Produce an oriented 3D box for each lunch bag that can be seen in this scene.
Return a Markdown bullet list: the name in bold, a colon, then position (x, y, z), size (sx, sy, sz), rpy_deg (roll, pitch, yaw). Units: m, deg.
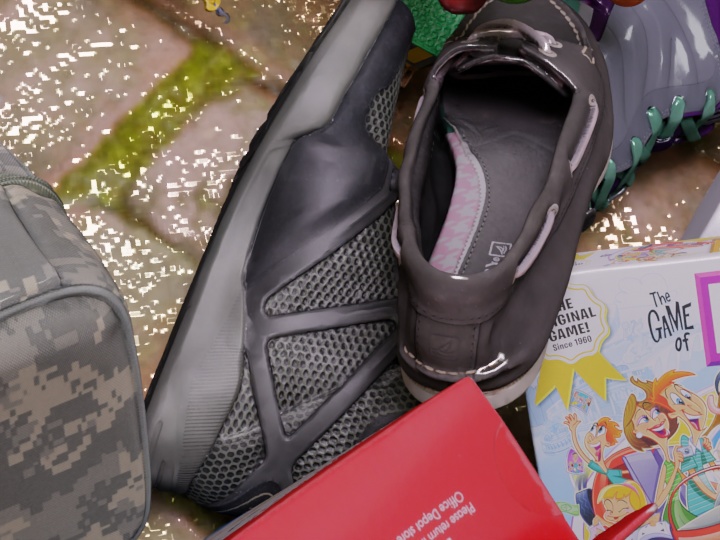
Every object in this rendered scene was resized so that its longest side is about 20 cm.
- **lunch bag**: position (-0.183, 0.032, 0.732), size (0.199, 0.140, 0.168), rpy_deg (-23, 48, -20)

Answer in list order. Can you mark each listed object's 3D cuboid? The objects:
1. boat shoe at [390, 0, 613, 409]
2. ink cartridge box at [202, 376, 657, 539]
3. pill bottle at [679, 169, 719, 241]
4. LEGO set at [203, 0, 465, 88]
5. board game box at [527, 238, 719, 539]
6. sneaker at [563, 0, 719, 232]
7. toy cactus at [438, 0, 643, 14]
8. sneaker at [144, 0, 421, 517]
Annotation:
- **boat shoe**: position (0.049, -0.042, 0.751), size (0.067, 0.057, 0.201), rpy_deg (4, 46, 10)
- **ink cartridge box**: position (-0.016, 0.102, 0.679), size (0.116, 0.200, 0.067), rpy_deg (-32, 87, -41)
- **pill bottle**: position (0.216, 0.024, 0.830), size (0.199, 0.116, 0.116), rpy_deg (29, 62, 4)
- **LEGO set**: position (-0.022, -0.164, 0.892), size (0.199, 0.116, 0.154), rpy_deg (20, 81, -16)
- **board game box**: position (0.160, 0.053, 0.762), size (0.199, 0.034, 0.135), rpy_deg (-7, 101, 13)
- **sneaker**: position (0.100, -0.058, 0.855), size (0.087, 0.074, 0.201), rpy_deg (25, 73, 7)
- **toy cactus**: position (0.042, -0.169, 0.799), size (0.164, 0.102, 0.201), rpy_deg (4, 63, 14)
- **sneaker**: position (0.000, 0.000, 0.809), size (0.114, 0.076, 0.200), rpy_deg (21, 78, -8)
